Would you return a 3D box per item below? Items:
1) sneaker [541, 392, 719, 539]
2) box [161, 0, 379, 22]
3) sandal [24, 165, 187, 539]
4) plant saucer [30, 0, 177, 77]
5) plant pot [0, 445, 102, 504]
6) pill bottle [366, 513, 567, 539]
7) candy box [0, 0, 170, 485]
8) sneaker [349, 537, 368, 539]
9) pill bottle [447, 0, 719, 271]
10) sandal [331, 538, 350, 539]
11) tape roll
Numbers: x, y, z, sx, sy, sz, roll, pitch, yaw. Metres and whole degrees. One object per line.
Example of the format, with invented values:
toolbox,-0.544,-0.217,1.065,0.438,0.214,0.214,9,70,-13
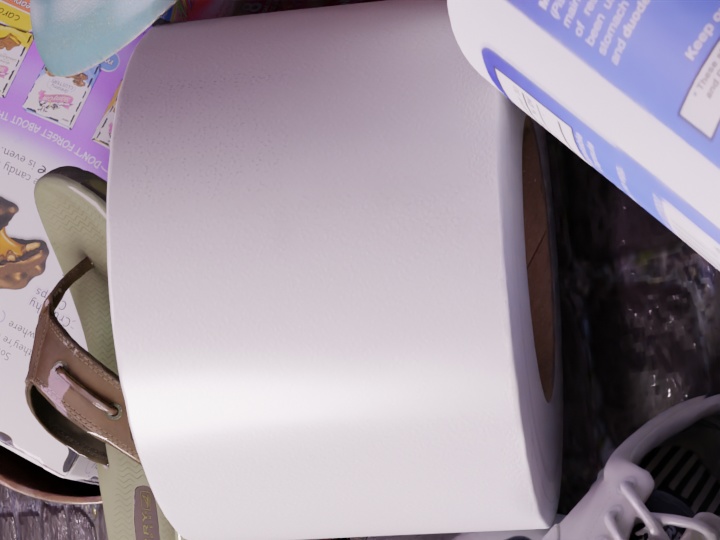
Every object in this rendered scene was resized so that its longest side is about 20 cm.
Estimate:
sneaker,0.084,0.102,0.630,0.073,0.200,0.071,28,126,9
box,-0.059,-0.126,0.975,0.200,0.094,0.103,128,132,-56
sandal,-0.101,0.057,0.766,0.080,0.057,0.202,-7,94,56
plant saucer,-0.073,-0.166,0.774,0.200,0.027,0.201,-40,26,24
plant pot,-0.104,0.037,0.992,0.200,0.186,0.188,43,-147,-72
pill bottle,0.076,0.162,0.726,0.200,0.110,0.112,-132,44,-53
candy box,-0.145,-0.027,0.871,0.201,0.167,0.072,-63,-17,-3
sneaker,0.008,0.146,0.868,0.093,0.070,0.201,-21,60,57
pill bottle,0.097,-0.082,0.580,0.200,0.112,0.113,44,136,34
sandal,-0.001,0.133,0.973,0.075,0.048,0.201,-131,29,-55
tape roll,0.000,0.000,0.722,0.203,0.138,0.204,-4,-90,-79
